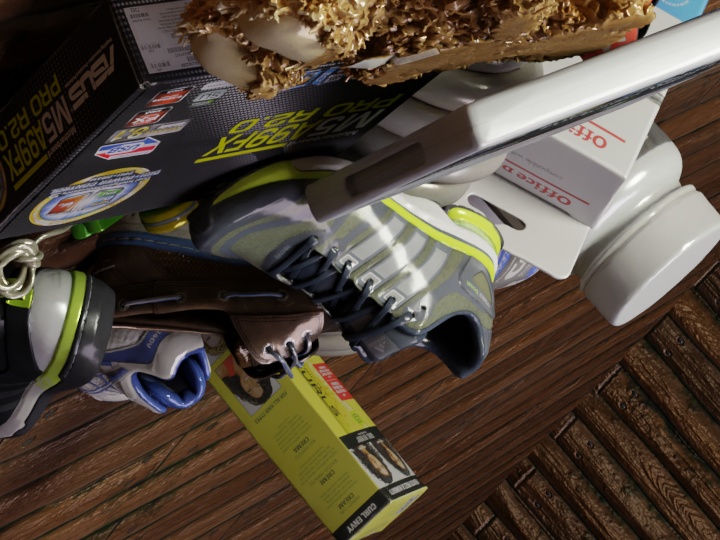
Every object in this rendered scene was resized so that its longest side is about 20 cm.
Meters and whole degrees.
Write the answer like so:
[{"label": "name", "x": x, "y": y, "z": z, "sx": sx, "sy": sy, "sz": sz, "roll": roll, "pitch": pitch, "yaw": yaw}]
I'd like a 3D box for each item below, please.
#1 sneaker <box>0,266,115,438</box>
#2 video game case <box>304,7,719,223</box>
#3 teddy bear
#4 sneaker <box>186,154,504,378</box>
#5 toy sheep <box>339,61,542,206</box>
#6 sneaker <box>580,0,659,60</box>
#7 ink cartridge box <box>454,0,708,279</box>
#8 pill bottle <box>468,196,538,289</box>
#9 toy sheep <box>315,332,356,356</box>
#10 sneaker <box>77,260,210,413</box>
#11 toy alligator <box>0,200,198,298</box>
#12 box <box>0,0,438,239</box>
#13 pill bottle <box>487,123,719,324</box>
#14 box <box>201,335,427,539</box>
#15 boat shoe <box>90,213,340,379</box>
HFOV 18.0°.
[{"label": "sneaker", "x": -0.195, "y": 0.033, "z": 1.196, "sx": 0.200, "sy": 0.082, "sz": 0.072, "roll": -36, "pitch": -137, "yaw": 58}, {"label": "video game case", "x": 0.092, "y": -0.078, "z": 1.052, "sx": 0.199, "sy": 0.024, "sz": 0.182, "roll": -21, "pitch": 180, "yaw": -25}, {"label": "teddy bear", "x": 0.022, "y": -0.115, "z": 0.921, "sx": 0.198, "sy": 0.067, "sz": 0.145, "roll": -12, "pitch": 175, "yaw": -10}, {"label": "sneaker", "x": 0.000, "y": 0.000, "z": 1.141, "sx": 0.199, "sy": 0.082, "sz": 0.074, "roll": 14, "pitch": 146, "yaw": -37}, {"label": "toy sheep", "x": 0.032, "y": -0.100, "z": 1.211, "sx": 0.138, "sy": 0.137, "sz": 0.201, "roll": -24, "pitch": 142, "yaw": -53}, {"label": "sneaker", "x": 0.127, "y": -0.169, "z": 1.193, "sx": 0.074, "sy": 0.085, "sz": 0.200, "roll": -5, "pitch": -155, "yaw": 16}, {"label": "ink cartridge box", "x": 0.119, "y": -0.109, "z": 1.343, "sx": 0.201, "sy": 0.115, "sz": 0.067, "roll": -63, "pitch": -179, "yaw": -30}, {"label": "pill bottle", "x": 0.062, "y": -0.036, "z": 1.590, "sx": 0.114, "sy": 0.114, "sz": 0.200, "roll": -45, "pitch": 168, "yaw": 20}, {"label": "toy sheep", "x": -0.020, "y": -0.013, "z": 1.372, "sx": 0.138, "sy": 0.138, "sz": 0.200, "roll": -39, "pitch": 168, "yaw": -10}, {"label": "sneaker", "x": -0.134, "y": 0.057, "z": 1.373, "sx": 0.075, "sy": 0.088, "sz": 0.200, "roll": -40, "pitch": 169, "yaw": -12}, {"label": "toy alligator", "x": -0.118, "y": -0.049, "z": 1.148, "sx": 0.199, "sy": 0.060, "sz": 0.054, "roll": -35, "pitch": -153, "yaw": -27}, {"label": "box", "x": -0.064, "y": -0.080, "z": 1.041, "sx": 0.199, "sy": 0.045, "sz": 0.160, "roll": -13, "pitch": 164, "yaw": -40}, {"label": "pill bottle", "x": 0.131, "y": -0.070, "z": 1.440, "sx": 0.114, "sy": 0.200, "sz": 0.114, "roll": -39, "pitch": 168, "yaw": -10}, {"label": "box", "x": -0.046, "y": 0.083, "z": 1.463, "sx": 0.050, "sy": 0.200, "sz": 0.075, "roll": -44, "pitch": 166, "yaw": 17}, {"label": "boat shoe", "x": -0.051, "y": 0.022, "z": 1.248, "sx": 0.072, "sy": 0.198, "sz": 0.073, "roll": 89, "pitch": 11, "yaw": -71}]
